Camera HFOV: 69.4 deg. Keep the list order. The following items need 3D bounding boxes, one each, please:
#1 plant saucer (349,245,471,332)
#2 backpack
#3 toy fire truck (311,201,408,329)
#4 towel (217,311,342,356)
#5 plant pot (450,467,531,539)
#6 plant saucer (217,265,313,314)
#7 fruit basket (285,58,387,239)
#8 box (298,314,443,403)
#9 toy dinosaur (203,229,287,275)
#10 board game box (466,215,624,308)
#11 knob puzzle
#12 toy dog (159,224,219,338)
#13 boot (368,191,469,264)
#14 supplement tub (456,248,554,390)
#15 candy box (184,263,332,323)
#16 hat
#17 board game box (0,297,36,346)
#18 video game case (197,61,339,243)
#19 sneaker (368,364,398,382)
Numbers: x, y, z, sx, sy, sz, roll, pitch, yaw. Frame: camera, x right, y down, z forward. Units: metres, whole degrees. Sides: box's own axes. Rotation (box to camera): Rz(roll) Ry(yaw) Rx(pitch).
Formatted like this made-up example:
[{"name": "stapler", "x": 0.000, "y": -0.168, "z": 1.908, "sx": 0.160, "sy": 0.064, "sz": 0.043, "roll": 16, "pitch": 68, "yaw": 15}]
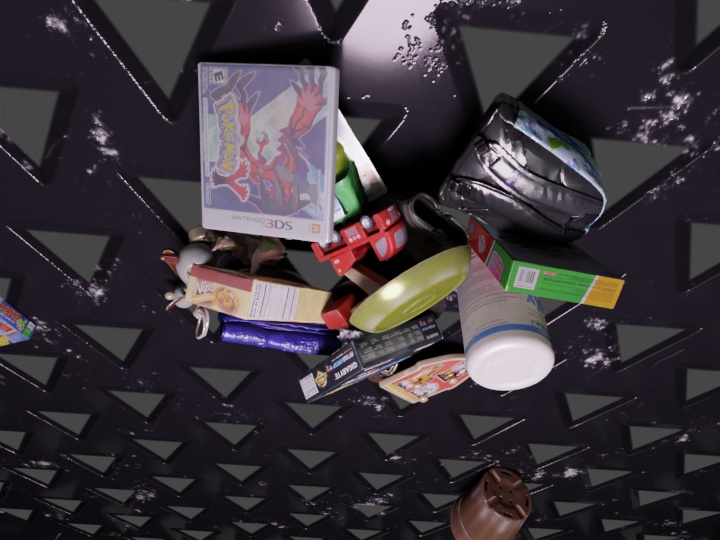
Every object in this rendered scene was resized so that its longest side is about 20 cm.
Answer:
[{"name": "plant saucer", "x": 0.077, "y": 0.035, "z": 0.725, "sx": 0.197, "sy": 0.031, "sz": 0.201, "roll": -29, "pitch": 164, "yaw": -9}, {"name": "backpack", "x": 0.223, "y": -0.119, "z": 0.678, "sx": 0.197, "sy": 0.155, "sz": 0.165, "roll": 32, "pitch": 132, "yaw": 1}, {"name": "toy fire truck", "x": 0.000, "y": 0.000, "z": 0.735, "sx": 0.198, "sy": 0.049, "sz": 0.143, "roll": -19, "pitch": 103, "yaw": 44}, {"name": "towel", "x": -0.135, "y": 0.089, "z": 0.857, "sx": 0.195, "sy": 0.147, "sz": 0.051, "roll": 12, "pitch": 96, "yaw": -20}, {"name": "plant pot", "x": 0.379, "y": 0.681, "z": 1.478, "sx": 0.195, "sy": 0.203, "sz": 0.201, "roll": 10, "pitch": 128, "yaw": -8}, {"name": "plant saucer", "x": -0.164, "y": 0.053, "z": 0.940, "sx": 0.195, "sy": 0.037, "sz": 0.203, "roll": 2, "pitch": 136, "yaw": 2}, {"name": "fruit basket", "x": -0.087, "y": -0.142, "z": 0.690, "sx": 0.182, "sy": 0.095, "sz": 0.201, "roll": -22, "pitch": 128, "yaw": 23}, {"name": "box", "x": 0.018, "y": 0.141, "z": 0.842, "sx": 0.197, "sy": 0.047, "sz": 0.158, "roll": -11, "pitch": 160, "yaw": -45}, {"name": "toy dinosaur", "x": -0.151, "y": -0.037, "z": 0.768, "sx": 0.135, "sy": 0.199, "sz": 0.087, "roll": 40, "pitch": 87, "yaw": -36}, {"name": "board game box", "x": 0.244, "y": -0.019, "z": 0.728, "sx": 0.149, "sy": 0.201, "sz": 0.041, "roll": 10, "pitch": 111, "yaw": -7}, {"name": "knob puzzle", "x": 0.162, "y": 0.227, "z": 1.075, "sx": 0.214, "sy": 0.031, "sz": 0.222, "roll": -11, "pitch": 146, "yaw": -8}, {"name": "toy dog", "x": -0.293, "y": 0.011, "z": 0.851, "sx": 0.094, "sy": 0.133, "sz": 0.202, "roll": 2, "pitch": 132, "yaw": -33}, {"name": "boot", "x": 0.109, "y": -0.045, "z": 0.745, "sx": 0.198, "sy": 0.069, "sz": 0.130, "roll": 32, "pitch": 174, "yaw": -32}, {"name": "supplement tub", "x": 0.220, "y": 0.069, "z": 0.818, "sx": 0.128, "sy": 0.203, "sz": 0.134, "roll": 1, "pitch": 138, "yaw": 1}, {"name": "candy box", "x": -0.140, "y": 0.037, "z": 0.758, "sx": 0.113, "sy": 0.057, "sz": 0.199, "roll": 11, "pitch": 179, "yaw": 28}, {"name": "hat", "x": 0.043, "y": 0.033, "z": 0.879, "sx": 0.195, "sy": 0.083, "sz": 0.203, "roll": -2, "pitch": 145, "yaw": -1}, {"name": "board game box", "x": -0.765, "y": 0.100, "z": 1.017, "sx": 0.195, "sy": 0.035, "sz": 0.137, "roll": -12, "pitch": 134, "yaw": 15}, {"name": "video game case", "x": -0.115, "y": -0.144, "z": 0.638, "sx": 0.177, "sy": 0.023, "sz": 0.206, "roll": 7, "pitch": 105, "yaw": 14}, {"name": "sneaker", "x": 0.040, "y": 0.180, "z": 1.035, "sx": 0.068, "sy": 0.077, "sz": 0.203, "roll": 6, "pitch": 136, "yaw": -4}]
